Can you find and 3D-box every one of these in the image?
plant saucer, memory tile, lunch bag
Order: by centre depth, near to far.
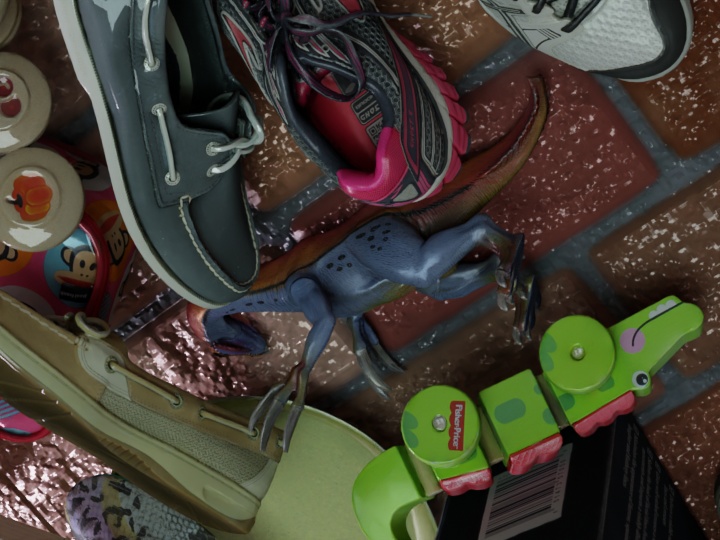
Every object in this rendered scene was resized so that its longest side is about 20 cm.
[{"bbox_3d":[-0.228,-0.087,0.806,0.152,0.017,0.202,-19,84,-2],"label":"memory tile"},{"bbox_3d":[-0.226,-0.002,0.885,0.198,0.082,0.177,24,121,2],"label":"lunch bag"},{"bbox_3d":[-0.048,0.153,0.941,0.198,0.031,0.202,4,115,10],"label":"plant saucer"}]

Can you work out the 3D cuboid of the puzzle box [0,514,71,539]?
[{"bbox_3d":[-0.227,0.176,0.853,0.199,0.025,0.134,25,107,-23],"label":"puzzle box"}]

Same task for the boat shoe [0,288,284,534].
[{"bbox_3d":[-0.119,0.060,0.832,0.200,0.064,0.073,38,159,-27],"label":"boat shoe"}]

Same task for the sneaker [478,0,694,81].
[{"bbox_3d":[0.063,-0.144,0.747,0.199,0.088,0.076,36,115,-7],"label":"sneaker"}]

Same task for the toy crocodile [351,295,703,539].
[{"bbox_3d":[0.083,0.072,0.829,0.199,0.068,0.062,-28,76,1],"label":"toy crocodile"}]

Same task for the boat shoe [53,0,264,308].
[{"bbox_3d":[-0.080,-0.066,0.779,0.061,0.073,0.201,-3,124,25],"label":"boat shoe"}]

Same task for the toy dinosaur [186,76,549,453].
[{"bbox_3d":[0.000,0.000,0.856,0.180,0.105,0.202,9,82,19],"label":"toy dinosaur"}]

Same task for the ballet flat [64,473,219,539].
[{"bbox_3d":[-0.085,0.191,0.912,0.200,0.072,0.072,42,116,-9],"label":"ballet flat"}]

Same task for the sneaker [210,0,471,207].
[{"bbox_3d":[-0.026,-0.118,0.771,0.081,0.075,0.200,-43,81,25],"label":"sneaker"}]

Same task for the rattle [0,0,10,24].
[{"bbox_3d":[-0.210,-0.169,0.770,0.200,0.143,0.130,-47,131,1],"label":"rattle"}]

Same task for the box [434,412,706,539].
[{"bbox_3d":[0.129,0.193,0.856,0.106,0.149,0.201,-26,106,22],"label":"box"}]

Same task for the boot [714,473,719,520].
[{"bbox_3d":[0.246,0.203,0.831,0.073,0.154,0.204,-36,103,25],"label":"boot"}]
